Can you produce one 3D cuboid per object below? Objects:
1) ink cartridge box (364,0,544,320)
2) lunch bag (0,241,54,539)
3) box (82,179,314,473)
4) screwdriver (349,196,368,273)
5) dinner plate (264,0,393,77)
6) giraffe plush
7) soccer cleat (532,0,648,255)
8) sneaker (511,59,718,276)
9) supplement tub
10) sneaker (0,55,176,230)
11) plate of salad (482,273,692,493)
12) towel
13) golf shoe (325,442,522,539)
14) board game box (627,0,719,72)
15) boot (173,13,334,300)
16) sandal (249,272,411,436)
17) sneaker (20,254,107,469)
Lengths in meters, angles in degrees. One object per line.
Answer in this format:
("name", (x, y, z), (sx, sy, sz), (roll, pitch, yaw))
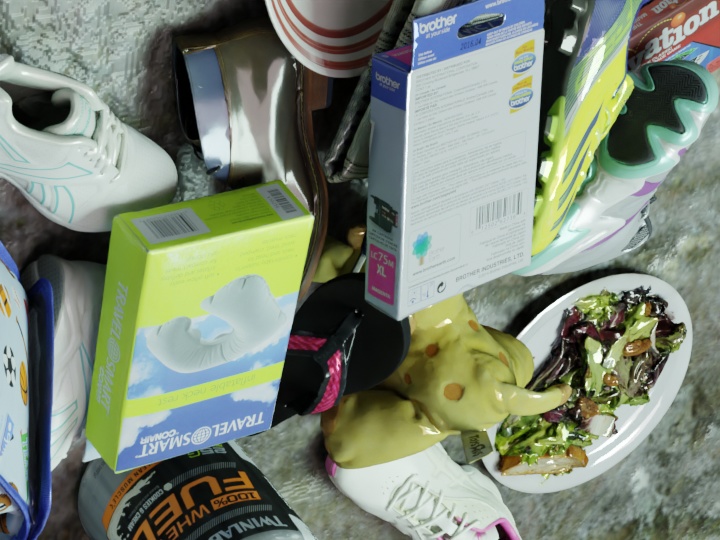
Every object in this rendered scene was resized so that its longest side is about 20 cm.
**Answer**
("ink cartridge box", (0.059, -0.080, 1.521), (0.119, 0.042, 0.200), (-21, 127, -37))
("lunch bag", (-0.244, 0.070, 1.442), (0.124, 0.170, 0.200), (-8, 152, 8))
("box", (-0.106, 0.044, 1.546), (0.122, 0.048, 0.200), (-14, 133, -31))
("screwdriver", (0.000, 0.000, 1.601), (0.029, 0.028, 0.200), (-2, 134, -28))
("dinner plate", (-0.001, -0.218, 1.500), (0.200, 0.024, 0.201), (-28, 126, -46))
("giraffe plush", (0.035, 0.033, 1.666), (0.172, 0.200, 0.162), (-23, 102, -14))
("soccer cleat", (0.146, -0.102, 1.628), (0.084, 0.065, 0.201), (4, 107, -31))
("sneaker", (0.188, -0.068, 1.725), (0.200, 0.078, 0.140), (-39, 156, 21))
("supplement tub", (-0.097, 0.192, 1.637), (0.122, 0.200, 0.123), (-19, 130, -24))
("sneaker", (-0.175, -0.074, 1.451), (0.200, 0.080, 0.071), (21, 64, -46))
("plate of salad", (0.178, 0.093, 1.872), (0.200, 0.048, 0.200), (-18, 129, -24))
("towel", (0.068, -0.150, 1.577), (0.192, 0.035, 0.200), (-13, 131, -57))
("golf shoe", (0.057, 0.172, 1.812), (0.200, 0.092, 0.075), (29, 103, -43))
("board game box", (0.185, -0.137, 1.711), (0.200, 0.019, 0.103), (-33, 149, -12))
("boot", (-0.074, -0.070, 1.564), (0.097, 0.075, 0.200), (-6, 115, -20))
("sandal", (-0.040, 0.066, 1.619), (0.200, 0.075, 0.045), (-34, -173, 41))
("sneaker", (-0.194, 0.084, 1.583), (0.080, 0.070, 0.201), (2, 119, -40))
